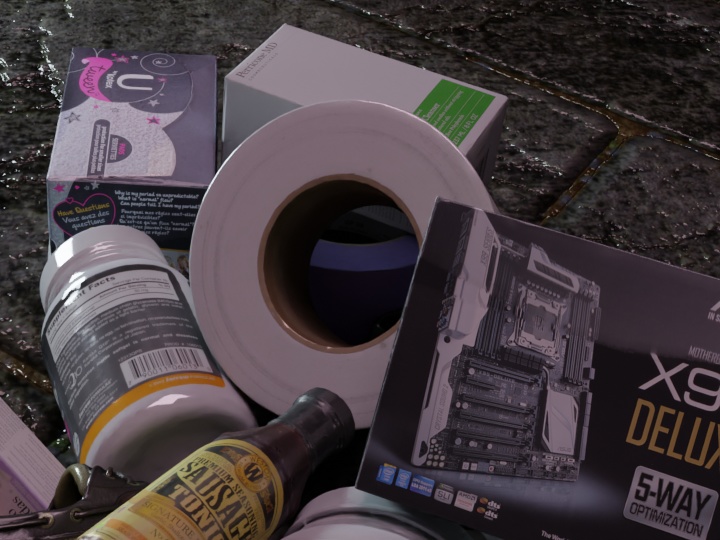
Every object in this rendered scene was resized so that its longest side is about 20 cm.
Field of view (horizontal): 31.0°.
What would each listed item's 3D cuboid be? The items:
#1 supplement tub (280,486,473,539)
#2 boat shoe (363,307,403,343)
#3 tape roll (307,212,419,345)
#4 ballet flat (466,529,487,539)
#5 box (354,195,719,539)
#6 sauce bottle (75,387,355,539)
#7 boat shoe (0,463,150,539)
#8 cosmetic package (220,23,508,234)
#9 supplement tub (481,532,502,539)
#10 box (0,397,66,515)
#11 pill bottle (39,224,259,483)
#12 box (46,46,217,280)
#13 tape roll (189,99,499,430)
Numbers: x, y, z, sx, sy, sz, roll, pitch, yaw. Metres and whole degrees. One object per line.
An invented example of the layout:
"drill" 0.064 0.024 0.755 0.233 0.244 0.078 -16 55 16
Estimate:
"supplement tub" -0.011 0.225 0.660 0.143 0.147 0.201 15 38 9
"boat shoe" 0.093 0.049 0.980 0.197 0.058 0.067 -11 41 -23
"tape roll" -0.015 -0.027 1.038 0.196 0.086 0.201 5 36 -4
"ballet flat" 0.101 0.192 0.789 0.197 0.070 0.070 17 38 12
"box" 0.113 0.065 0.670 0.197 0.160 0.050 18 3 13
"sauce bottle" -0.076 0.125 0.698 0.065 0.067 0.199 27 39 23
"boat shoe" -0.149 0.140 0.722 0.199 0.071 0.067 -17 84 -39
"cosmetic package" 0.001 -0.108 1.006 0.197 0.086 0.108 21 41 14
"supplement tub" 0.151 0.103 0.801 0.131 0.134 0.199 29 15 25
"box" -0.221 0.106 0.767 0.200 0.039 0.042 49 22 -8
"pill bottle" -0.149 0.065 0.868 0.115 0.118 0.201 -9 40 -22
"box" -0.182 -0.084 1.054 0.130 0.116 0.201 3 37 -7
"tape roll" 0.000 0.000 0.856 0.200 0.206 0.139 17 -1 12
